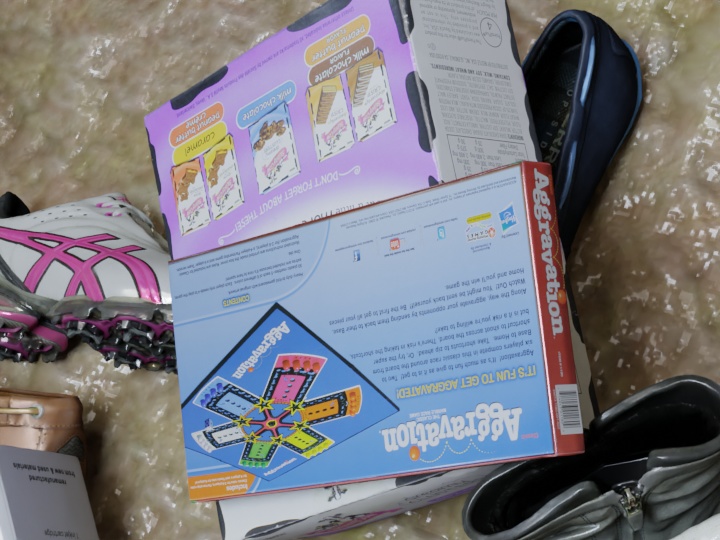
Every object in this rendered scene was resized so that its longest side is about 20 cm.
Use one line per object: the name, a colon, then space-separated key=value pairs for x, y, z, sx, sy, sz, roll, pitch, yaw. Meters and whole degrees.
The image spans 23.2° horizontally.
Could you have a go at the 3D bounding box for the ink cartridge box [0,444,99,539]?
ink cartridge box: x=-0.177 y=0.196 z=0.767 sx=0.144 sy=0.084 sz=0.202 roll=-23 pitch=73 yaw=16

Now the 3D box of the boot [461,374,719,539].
boot: x=0.064 y=0.110 z=0.679 sx=0.199 sy=0.131 sz=0.068 roll=-33 pitch=55 yaw=10

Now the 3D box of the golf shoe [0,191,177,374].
golf shoe: x=-0.124 y=-0.001 z=0.867 sx=0.198 sy=0.073 sz=0.093 roll=5 pitch=67 yaw=29

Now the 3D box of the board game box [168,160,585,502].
board game box: x=-0.002 y=0.030 z=0.675 sx=0.199 sy=0.019 sz=0.104 roll=-13 pitch=78 yaw=44

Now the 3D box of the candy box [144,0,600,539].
candy box: x=0.000 y=0.000 z=0.738 sx=0.167 sy=0.071 sz=0.202 roll=-24 pitch=72 yaw=42

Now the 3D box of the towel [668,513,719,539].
towel: x=0.130 y=0.196 z=0.623 sx=0.199 sy=0.035 sz=0.194 roll=-30 pitch=79 yaw=11

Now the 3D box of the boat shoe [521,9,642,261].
boat shoe: x=0.056 y=-0.027 z=0.786 sx=0.084 sy=0.069 sz=0.201 roll=15 pitch=78 yaw=30

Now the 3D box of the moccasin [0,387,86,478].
moccasin: x=-0.223 y=0.062 z=0.877 sx=0.200 sy=0.073 sz=0.078 roll=15 pitch=99 yaw=33
